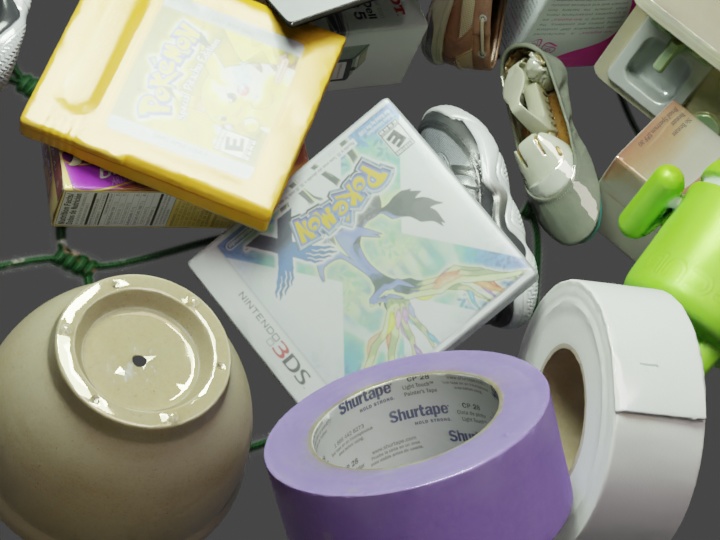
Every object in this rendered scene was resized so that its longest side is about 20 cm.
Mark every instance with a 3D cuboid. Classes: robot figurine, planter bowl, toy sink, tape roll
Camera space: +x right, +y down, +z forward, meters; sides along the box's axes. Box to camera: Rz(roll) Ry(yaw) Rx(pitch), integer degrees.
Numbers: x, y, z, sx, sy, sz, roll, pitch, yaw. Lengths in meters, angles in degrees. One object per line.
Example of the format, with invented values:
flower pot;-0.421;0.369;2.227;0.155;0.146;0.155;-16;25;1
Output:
robot figurine;0.282;-0.005;1.450;0.175;0.116;0.200;36;81;3
planter bowl;-0.160;0.087;1.294;0.200;0.135;0.200;10;55;-15
toy sink;0.292;-0.187;1.636;0.130;0.112;0.200;39;34;7
tape roll;0.040;0.137;1.293;0.200;0.200;0.085;-31;117;-34
tape roll;0.173;0.108;1.362;0.071;0.202;0.202;7;55;-16

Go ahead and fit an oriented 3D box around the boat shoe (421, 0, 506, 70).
boat shoe;0.112;-0.262;1.597;0.072;0.200;0.076;21;26;15

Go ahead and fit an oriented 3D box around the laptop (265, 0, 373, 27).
laptop;-0.017;-0.309;1.488;0.187;0.116;0.200;-21;41;-15

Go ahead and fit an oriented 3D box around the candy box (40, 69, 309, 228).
candy box;-0.145;-0.094;1.471;0.200;0.056;0.117;1;58;-21

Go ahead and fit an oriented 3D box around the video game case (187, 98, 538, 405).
video game case;0.000;0.000;1.414;0.200;0.022;0.182;-40;74;1

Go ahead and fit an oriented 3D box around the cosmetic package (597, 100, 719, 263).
cosmetic package;0.296;-0.033;1.574;0.200;0.087;0.103;40;52;8

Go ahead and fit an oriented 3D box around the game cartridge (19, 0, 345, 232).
game cartridge;-0.132;-0.141;1.431;0.200;0.032;0.176;22;64;-2

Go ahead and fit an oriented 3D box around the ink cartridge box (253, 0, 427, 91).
ink cartridge box;-0.065;-0.225;1.570;0.200;0.084;0.146;-9;61;-25

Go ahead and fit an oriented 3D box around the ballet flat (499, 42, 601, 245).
ballet flat;0.150;-0.108;1.580;0.064;0.067;0.200;29;40;-40

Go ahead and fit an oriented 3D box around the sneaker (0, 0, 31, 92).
sneaker;-0.315;-0.236;1.489;0.114;0.075;0.200;13;56;-15

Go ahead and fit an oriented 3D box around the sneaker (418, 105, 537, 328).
sneaker;0.059;-0.043;1.490;0.114;0.075;0.200;-5;62;-27

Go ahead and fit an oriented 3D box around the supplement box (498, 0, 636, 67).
supplement box;0.187;-0.271;1.624;0.101;0.200;0.103;-5;58;-25
